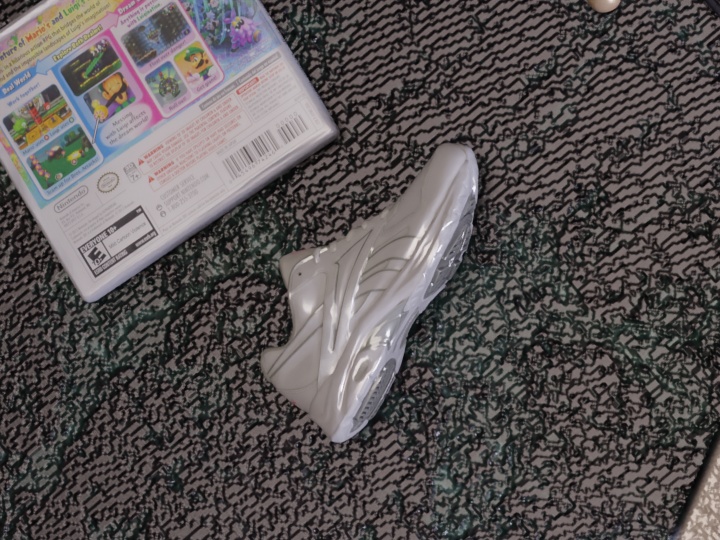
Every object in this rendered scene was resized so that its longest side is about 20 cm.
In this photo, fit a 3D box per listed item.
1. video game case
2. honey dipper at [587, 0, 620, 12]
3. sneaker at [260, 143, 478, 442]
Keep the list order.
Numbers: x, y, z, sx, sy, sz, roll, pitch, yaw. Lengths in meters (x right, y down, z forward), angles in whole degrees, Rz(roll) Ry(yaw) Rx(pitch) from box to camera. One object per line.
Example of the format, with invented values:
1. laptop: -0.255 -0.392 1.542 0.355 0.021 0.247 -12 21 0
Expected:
1. video game case: -0.141 -0.110 1.509 0.199 0.024 0.183 -33 82 8
2. honey dipper: 0.126 -0.256 1.436 0.038 0.038 0.202 -12 107 9
3. sneaker: 0.000 0.000 1.453 0.099 0.078 0.201 30 91 13
